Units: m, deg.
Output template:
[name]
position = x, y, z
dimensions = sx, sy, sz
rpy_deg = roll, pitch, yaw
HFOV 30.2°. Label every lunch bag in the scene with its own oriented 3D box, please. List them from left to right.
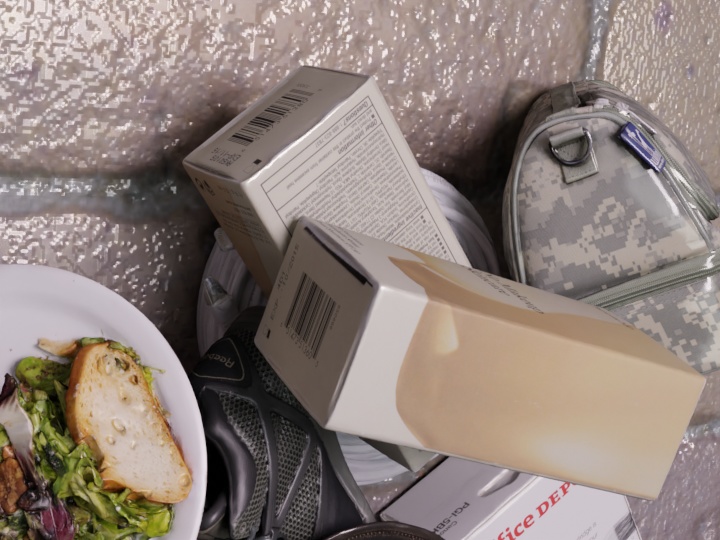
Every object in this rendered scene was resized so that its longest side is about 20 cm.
[lunch bag]
position = 0.150, -0.028, 0.821
dimensions = 0.138, 0.200, 0.170
rpy_deg = -19, 100, 12

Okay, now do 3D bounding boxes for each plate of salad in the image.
[plate of salad]
position = -0.170, 0.095, 0.621
dimensions = 0.197, 0.048, 0.204
rpy_deg = -1, 80, 6

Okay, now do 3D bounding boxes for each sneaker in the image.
[sneaker]
position = -0.053, 0.132, 0.718
dimensions = 0.114, 0.075, 0.202
rpy_deg = -42, 127, -38

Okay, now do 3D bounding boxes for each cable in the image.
[cable]
position = -0.004, 0.031, 0.817
dimensions = 0.198, 0.069, 0.203
rpy_deg = -25, 114, -26

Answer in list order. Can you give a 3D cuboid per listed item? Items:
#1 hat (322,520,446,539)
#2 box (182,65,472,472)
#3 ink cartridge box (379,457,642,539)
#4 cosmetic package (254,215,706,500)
[hat]
position = 0.012, 0.240, 0.703
dimensions = 0.198, 0.081, 0.204
rpy_deg = -11, 113, -26
[box]
position = 0.000, 0.000, 0.722
dimensions = 0.095, 0.077, 0.202
rpy_deg = -39, 119, -19
[ink cartridge box]
position = 0.119, 0.213, 0.925
dimensions = 0.146, 0.083, 0.202
rpy_deg = -34, 117, -22
[cosmetic package]
position = 0.059, 0.044, 0.656
dimensions = 0.198, 0.105, 0.072
rpy_deg = 16, 103, -30
